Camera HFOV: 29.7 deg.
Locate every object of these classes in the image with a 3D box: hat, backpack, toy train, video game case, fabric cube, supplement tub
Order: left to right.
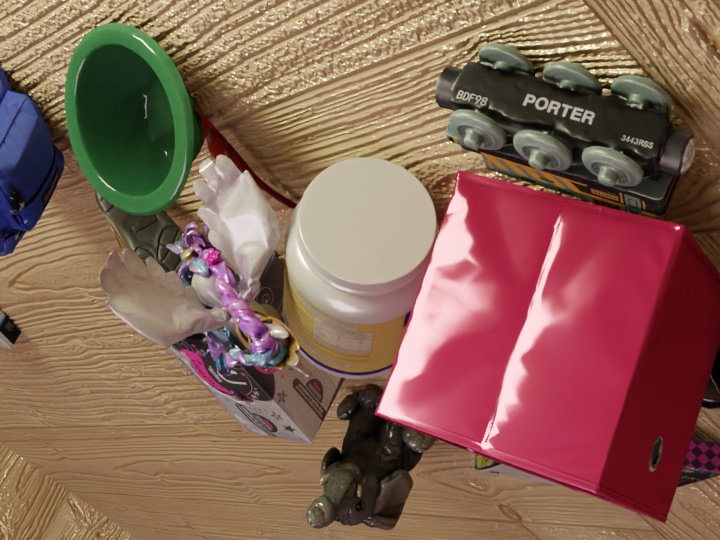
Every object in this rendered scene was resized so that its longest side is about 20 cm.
[{"bbox_3d":[-0.411,-0.106,1.471,0.166,0.164,0.201,18,153,13],"label":"backpack"},{"bbox_3d":[-0.166,-0.147,1.308,0.164,0.175,0.203,13,114,34],"label":"hat"},{"bbox_3d":[0.000,0.000,1.256,0.144,0.147,0.201,25,155,8],"label":"supplement tub"},{"bbox_3d":[0.150,-0.097,0.999,0.198,0.086,0.114,18,163,23],"label":"toy train"},{"bbox_3d":[0.161,0.063,1.072,0.198,0.202,0.196,16,172,30],"label":"fabric cube"},{"bbox_3d":[0.244,0.195,1.411,0.197,0.036,0.181,12,160,-18],"label":"video game case"}]

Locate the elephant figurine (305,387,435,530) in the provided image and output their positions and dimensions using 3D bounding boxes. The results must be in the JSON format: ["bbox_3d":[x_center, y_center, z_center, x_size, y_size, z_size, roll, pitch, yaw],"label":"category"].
[{"bbox_3d":[-0.003,0.257,1.674,0.155,0.202,0.141,40,152,-25],"label":"elephant figurine"}]

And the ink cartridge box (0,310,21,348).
[{"bbox_3d":[-0.646,0.069,2.194,0.198,0.040,0.100,9,149,33],"label":"ink cartridge box"}]

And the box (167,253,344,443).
[{"bbox_3d":[-0.115,0.087,1.553,0.114,0.133,0.201,4,144,40],"label":"box"}]

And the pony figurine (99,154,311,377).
[{"bbox_3d":[-0.125,0.015,1.221,0.193,0.166,0.200,48,173,-13],"label":"pony figurine"}]

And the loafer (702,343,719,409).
[{"bbox_3d":[0.312,0.078,1.159,0.072,0.072,0.201,26,155,6],"label":"loafer"}]

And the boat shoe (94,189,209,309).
[{"bbox_3d":[-0.223,-0.021,1.478,0.202,0.075,0.074,63,166,10],"label":"boat shoe"}]
